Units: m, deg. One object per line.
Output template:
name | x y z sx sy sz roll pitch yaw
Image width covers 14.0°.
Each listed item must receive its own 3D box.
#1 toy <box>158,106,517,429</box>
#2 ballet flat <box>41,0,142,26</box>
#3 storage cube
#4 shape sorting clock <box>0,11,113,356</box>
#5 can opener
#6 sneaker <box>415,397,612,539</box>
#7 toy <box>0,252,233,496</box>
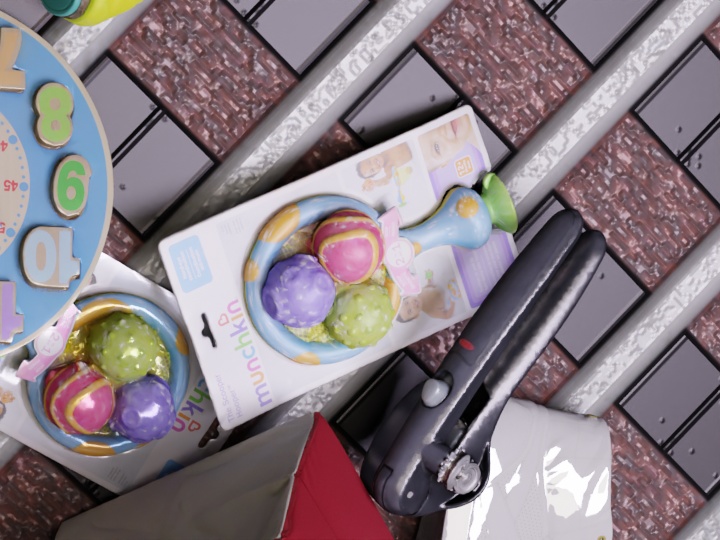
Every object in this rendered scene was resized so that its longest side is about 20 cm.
toy | 0.000 0.000 1.632 0.199 0.047 0.116 -25 108 -21
ballet flat | -0.133 -0.229 1.549 0.067 0.067 0.201 -10 111 -37
storage cube | -0.063 0.212 1.593 0.199 0.171 0.180 -25 106 15
shape sorting clock | -0.226 -0.048 1.549 0.199 0.039 0.201 1 87 -21
can opener | 0.068 0.052 1.638 0.200 0.079 0.063 -56 145 4
sneaker | 0.090 0.174 1.716 0.115 0.074 0.201 10 100 -16
toy | -0.150 0.054 1.621 0.200 0.047 0.115 32 95 -22
